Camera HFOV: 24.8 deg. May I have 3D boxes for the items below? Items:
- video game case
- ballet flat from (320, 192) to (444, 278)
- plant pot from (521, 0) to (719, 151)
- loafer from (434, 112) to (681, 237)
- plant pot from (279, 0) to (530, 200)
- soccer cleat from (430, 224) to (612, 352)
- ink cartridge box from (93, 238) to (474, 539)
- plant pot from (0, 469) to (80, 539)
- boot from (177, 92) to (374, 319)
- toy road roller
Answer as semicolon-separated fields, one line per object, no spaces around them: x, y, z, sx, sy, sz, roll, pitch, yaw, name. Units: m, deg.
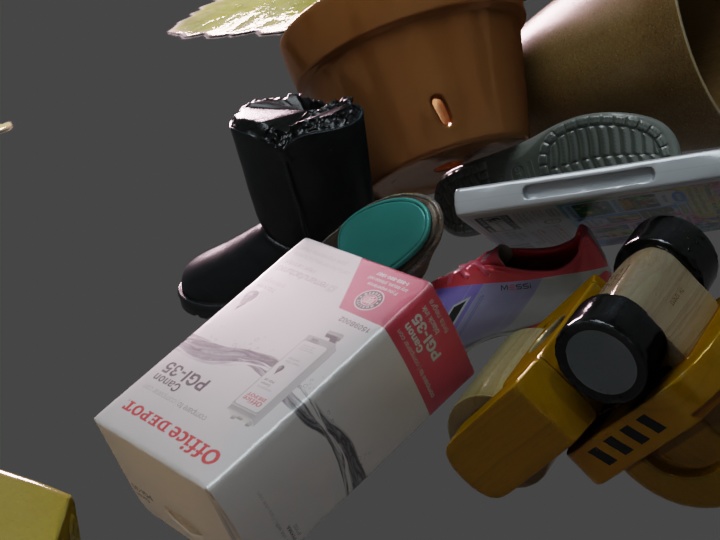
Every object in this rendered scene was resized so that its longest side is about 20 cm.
0.176;-0.044;1.156;0.181;0.024;0.200;-8;-10;16;video game case
0.000;0.000;1.192;0.199;0.067;0.069;-25;61;38;ballet flat
0.212;-0.172;1.359;0.199;0.187;0.187;-15;23;33;plant pot
0.156;-0.075;1.275;0.199;0.076;0.070;-11;-3;27;loafer
0.049;-0.144;1.305;0.199;0.141;0.200;-16;-11;-3;plant pot
0.078;0.019;1.158;0.198;0.074;0.068;-12;28;9;soccer cleat
-0.050;0.083;1.060;0.200;0.083;0.146;-41;35;-22;ink cartridge box
-0.237;0.210;0.859;0.175;0.201;0.200;-2;28;2;plant pot
-0.071;-0.052;1.272;0.199;0.169;0.077;-3;29;26;boot
0.161;0.081;0.978;0.200;0.146;0.123;-43;2;45;toy road roller
